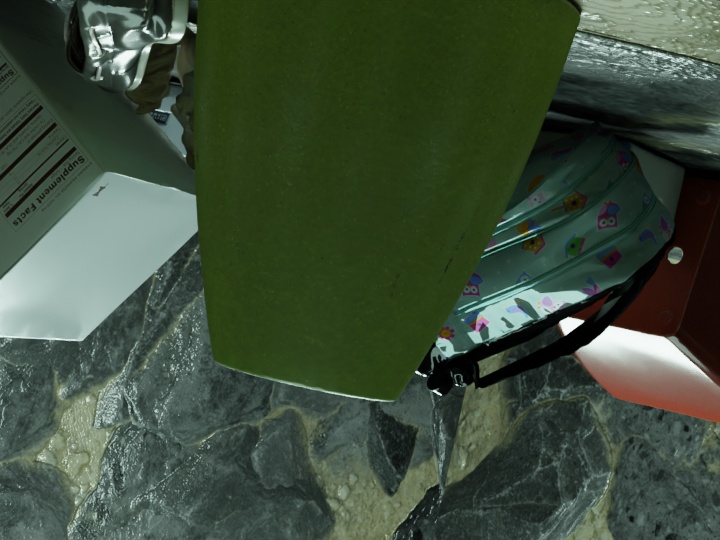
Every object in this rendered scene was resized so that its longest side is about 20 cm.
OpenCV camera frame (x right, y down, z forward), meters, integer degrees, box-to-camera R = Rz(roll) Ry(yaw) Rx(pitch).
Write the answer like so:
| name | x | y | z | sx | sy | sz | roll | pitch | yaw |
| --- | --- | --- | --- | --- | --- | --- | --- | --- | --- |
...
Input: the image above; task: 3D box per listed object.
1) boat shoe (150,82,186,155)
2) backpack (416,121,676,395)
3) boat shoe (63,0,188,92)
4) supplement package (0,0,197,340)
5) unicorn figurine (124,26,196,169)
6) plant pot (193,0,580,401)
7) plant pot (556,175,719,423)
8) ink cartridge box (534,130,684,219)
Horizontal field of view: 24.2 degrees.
| name | x | y | z | sx | sy | sz | roll | pitch | yaw |
| --- | --- | --- | --- | --- | --- | --- | --- | --- | --- |
| boat shoe | -0.193 | -0.155 | 1.589 | 0.200 | 0.071 | 0.070 | 8 | -150 | -38 |
| backpack | 0.123 | -0.016 | 1.209 | 0.200 | 0.127 | 0.167 | -26 | -160 | 34 |
| boat shoe | -0.140 | -0.140 | 0.917 | 0.057 | 0.067 | 0.200 | 2 | 176 | -18 |
| supplement package | -0.231 | -0.076 | 1.086 | 0.200 | 0.147 | 0.191 | 50 | -170 | 14 |
| unicorn figurine | -0.065 | -0.113 | 1.166 | 0.074 | 0.138 | 0.200 | -31 | 128 | 30 |
| plant pot | -0.006 | -0.044 | 0.813 | 0.187 | 0.201 | 0.187 | 12 | 179 | 0 |
| plant pot | 0.276 | 0.009 | 1.433 | 0.200 | 0.200 | 0.176 | 12 | 169 | 45 |
| ink cartridge box | 0.144 | -0.075 | 1.355 | 0.200 | 0.067 | 0.116 | 12 | 179 | 33 |
